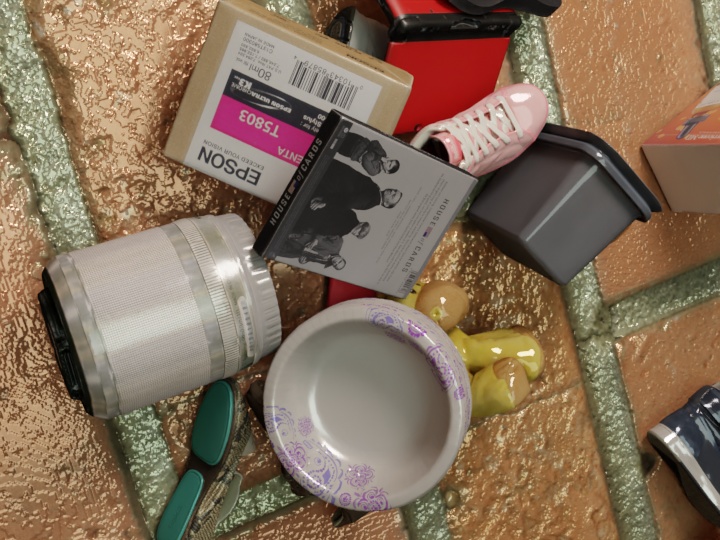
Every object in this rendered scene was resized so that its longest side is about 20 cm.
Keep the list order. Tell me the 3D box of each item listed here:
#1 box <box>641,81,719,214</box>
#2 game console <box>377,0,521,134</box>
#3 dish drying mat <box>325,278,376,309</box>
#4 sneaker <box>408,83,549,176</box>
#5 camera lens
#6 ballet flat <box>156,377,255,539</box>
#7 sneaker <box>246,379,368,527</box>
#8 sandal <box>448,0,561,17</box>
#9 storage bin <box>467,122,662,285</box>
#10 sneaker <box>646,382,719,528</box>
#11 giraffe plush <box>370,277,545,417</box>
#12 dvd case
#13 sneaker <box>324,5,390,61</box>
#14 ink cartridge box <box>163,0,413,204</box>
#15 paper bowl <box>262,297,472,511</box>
[{"bbox_3d":[0.482,-0.166,1.209,0.200,0.152,0.107,-37,110,-16],"label":"box"},{"bbox_3d":[0.067,-0.256,1.059,0.199,0.119,0.173,-15,72,-44],"label":"game console"},{"bbox_3d":[0.000,0.000,1.094,0.076,0.018,0.201,6,93,-27],"label":"dish drying mat"},{"bbox_3d":[0.121,-0.137,1.042,0.200,0.105,0.076,-30,91,-1],"label":"sneaker"},{"bbox_3d":[-0.194,0.041,0.937,0.199,0.160,0.161,-18,103,-20],"label":"camera lens"},{"bbox_3d":[-0.152,0.209,1.035,0.075,0.068,0.201,16,95,-46],"label":"ballet flat"},{"bbox_3d":[-0.062,0.206,1.064,0.076,0.070,0.200,-45,104,4],"label":"sneaker"},{"bbox_3d":[0.150,-0.316,1.049,0.199,0.043,0.076,-12,69,-43],"label":"sandal"},{"bbox_3d":[0.218,-0.066,1.094,0.145,0.200,0.134,43,90,-21],"label":"storage bin"},{"bbox_3d":[0.488,0.244,1.299,0.146,0.077,0.203,-40,108,-12],"label":"sneaker"},{"bbox_3d":[0.084,0.077,1.076,0.199,0.173,0.163,-27,98,7],"label":"giraffe plush"},{"bbox_3d":[0.010,-0.056,0.944,0.199,0.025,0.151,17,110,-45],"label":"dvd case"},{"bbox_3d":[0.000,-0.176,1.047,0.087,0.074,0.201,10,93,-29],"label":"sneaker"},{"bbox_3d":[-0.070,-0.152,0.955,0.199,0.075,0.165,23,110,-5],"label":"ink cartridge box"},{"bbox_3d":[0.011,0.127,0.973,0.199,0.104,0.202,2,98,14],"label":"paper bowl"}]
